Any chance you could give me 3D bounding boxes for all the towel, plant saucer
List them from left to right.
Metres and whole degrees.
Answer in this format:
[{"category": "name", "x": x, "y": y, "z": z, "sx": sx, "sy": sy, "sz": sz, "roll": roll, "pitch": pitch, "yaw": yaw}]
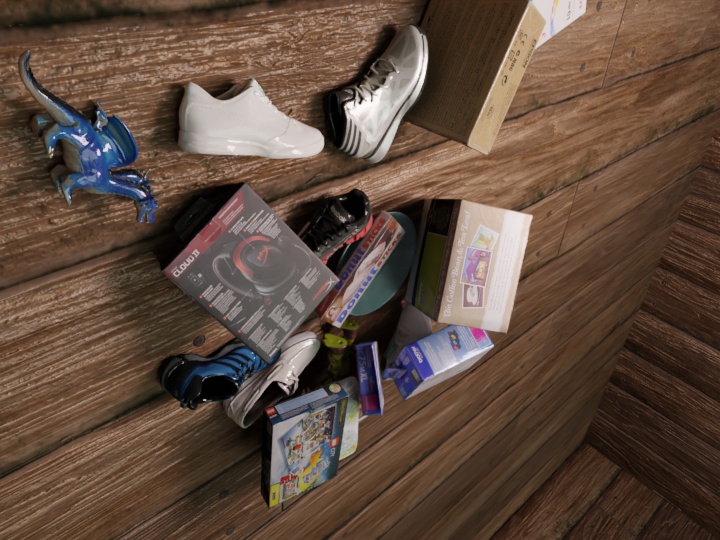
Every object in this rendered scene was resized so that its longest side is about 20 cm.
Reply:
[{"category": "towel", "x": -0.082, "y": 0.292, "z": 0.963, "sx": 0.169, "sy": 0.048, "sz": 0.202, "roll": -22, "pitch": 133, "yaw": -28}, {"category": "plant saucer", "x": 0.020, "y": -0.017, "z": 0.959, "sx": 0.200, "sy": 0.039, "sz": 0.203, "roll": -29, "pitch": 136, "yaw": -32}]

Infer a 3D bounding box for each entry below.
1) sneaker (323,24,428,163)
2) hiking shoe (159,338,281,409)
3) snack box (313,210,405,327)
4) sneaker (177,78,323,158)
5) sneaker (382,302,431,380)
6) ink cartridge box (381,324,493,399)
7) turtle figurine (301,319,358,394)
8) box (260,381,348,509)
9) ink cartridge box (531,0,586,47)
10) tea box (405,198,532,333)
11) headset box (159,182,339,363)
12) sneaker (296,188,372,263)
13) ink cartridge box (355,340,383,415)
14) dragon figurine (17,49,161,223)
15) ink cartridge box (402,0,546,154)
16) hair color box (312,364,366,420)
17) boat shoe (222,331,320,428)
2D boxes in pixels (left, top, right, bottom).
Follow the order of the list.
[{"category": "sneaker", "x": 0.020, "y": -0.254, "z": 0.753, "sx": 0.114, "sy": 0.075, "sz": 0.203, "roll": 2, "pitch": 118, "yaw": -50}, {"category": "hiking shoe", "x": -0.194, "y": 0.158, "z": 0.809, "sx": 0.198, "sy": 0.086, "sz": 0.075, "roll": -15, "pitch": 127, "yaw": -41}, {"category": "snack box", "x": 0.000, "y": 0.000, "z": 0.890, "sx": 0.201, "sy": 0.024, "sz": 0.072, "roll": -55, "pitch": 151, "yaw": 0}, {"category": "sneaker", "x": -0.123, "y": -0.186, "z": 0.656, "sx": 0.198, "sy": 0.075, "sz": 0.090, "roll": -9, "pitch": 112, "yaw": -43}, {"category": "sneaker", "x": 0.089, "y": 0.156, "z": 1.124, "sx": 0.088, "sy": 0.075, "sz": 0.203, "roll": -19, "pitch": 131, "yaw": -34}, {"category": "ink cartridge box", "x": 0.139, "y": 0.174, "z": 1.034, "sx": 0.198, "sy": 0.077, "sz": 0.137, "roll": -22, "pitch": 159, "yaw": -23}, {"category": "turtle figurine", "x": -0.047, "y": 0.180, "z": 0.981, "sx": 0.199, "sy": 0.064, "sz": 0.163, "roll": -34, "pitch": 143, "yaw": -43}, {"category": "box", "x": -0.095, "y": 0.289, "z": 0.885, "sx": 0.135, "sy": 0.038, "sz": 0.203, "roll": -14, "pitch": 128, "yaw": -32}, {"category": "ink cartridge box", "x": 0.293, "y": -0.469, "z": 0.892, "sx": 0.199, "sy": 0.084, "sz": 0.146, "roll": -40, "pitch": 140, "yaw": -22}, {"category": "tea box", "x": 0.181, "y": -0.016, "z": 0.948, "sx": 0.131, "sy": 0.197, "sz": 0.204, "roll": 10, "pitch": 97, "yaw": -11}, {"category": "headset box", "x": -0.149, "y": -0.005, "z": 0.697, "sx": 0.149, "sy": 0.075, "sz": 0.200, "roll": -49, "pitch": 113, "yaw": -10}, {"category": "sneaker", "x": -0.056, "y": -0.054, "z": 0.801, "sx": 0.200, "sy": 0.071, "sz": 0.098, "roll": -40, "pitch": 168, "yaw": -22}, {"category": "ink cartridge box", "x": 0.018, "y": 0.190, "z": 0.967, "sx": 0.200, "sy": 0.041, "sz": 0.122, "roll": 79, "pitch": 5, "yaw": -83}, {"category": "dragon figurine", "x": -0.266, "y": -0.131, "z": 0.539, "sx": 0.099, "sy": 0.059, "sz": 0.202, "roll": -30, "pitch": 136, "yaw": -31}, {"category": "ink cartridge box", "x": 0.151, "y": -0.298, "z": 0.793, "sx": 0.075, "sy": 0.164, "sz": 0.202, "roll": 3, "pitch": 115, "yaw": -50}, {"category": "hair color box", "x": -0.054, "y": 0.274, "z": 1.072, "sx": 0.198, "sy": 0.061, "sz": 0.103, "roll": -25, "pitch": 133, "yaw": -36}, {"category": "boat shoe", "x": -0.138, "y": 0.184, "z": 0.908, "sx": 0.199, "sy": 0.065, "sz": 0.073, "roll": -35, "pitch": 138, "yaw": -26}]
